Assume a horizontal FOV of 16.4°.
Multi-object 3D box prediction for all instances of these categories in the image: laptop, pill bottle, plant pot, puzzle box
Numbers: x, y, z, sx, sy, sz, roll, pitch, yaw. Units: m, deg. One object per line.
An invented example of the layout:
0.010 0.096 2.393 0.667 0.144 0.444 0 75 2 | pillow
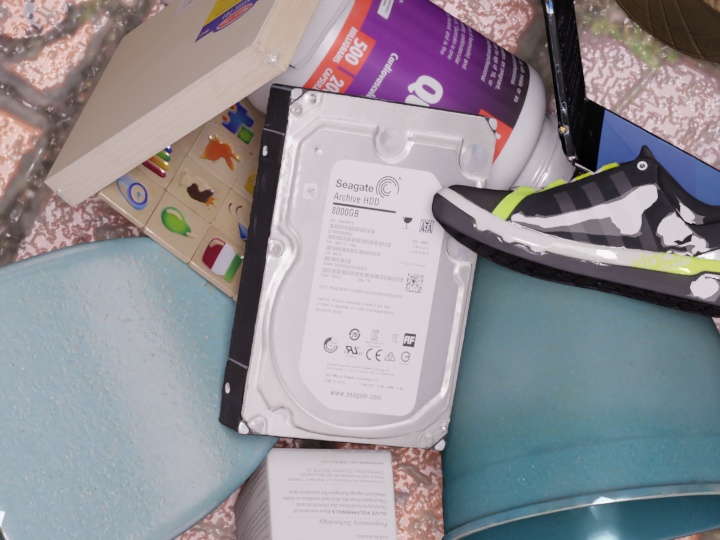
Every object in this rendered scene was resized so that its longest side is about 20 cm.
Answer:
0.171 -0.120 1.504 0.102 0.177 0.202 -7 105 9 | laptop
0.035 -0.104 1.531 0.199 0.112 0.113 31 89 -16 | pill bottle
0.134 0.065 1.515 0.198 0.200 0.189 -8 75 -2 | plant pot
-0.092 -0.123 1.420 0.025 0.199 0.134 42 47 -21 | puzzle box
-0.158 0.077 1.503 0.199 0.196 0.197 -25 91 -18 | plant pot

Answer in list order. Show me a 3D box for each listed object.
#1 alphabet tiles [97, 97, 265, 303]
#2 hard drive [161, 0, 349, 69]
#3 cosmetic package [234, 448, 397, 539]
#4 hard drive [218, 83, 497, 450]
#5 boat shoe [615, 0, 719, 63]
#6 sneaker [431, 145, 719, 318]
-0.055 -0.060 1.519 0.167 0.008 0.201 37 46 -11 | alphabet tiles
-0.045 -0.197 1.501 0.027 0.200 0.132 34 89 -28 | hard drive
-0.025 0.219 1.502 0.084 0.108 0.201 2 66 -15 | cosmetic package
0.000 0.000 1.447 0.139 0.038 0.202 7 95 -27 | hard drive
0.238 -0.168 1.538 0.199 0.073 0.065 27 60 39 | boat shoe
0.142 -0.032 1.420 0.198 0.072 0.083 14 83 6 | sneaker
